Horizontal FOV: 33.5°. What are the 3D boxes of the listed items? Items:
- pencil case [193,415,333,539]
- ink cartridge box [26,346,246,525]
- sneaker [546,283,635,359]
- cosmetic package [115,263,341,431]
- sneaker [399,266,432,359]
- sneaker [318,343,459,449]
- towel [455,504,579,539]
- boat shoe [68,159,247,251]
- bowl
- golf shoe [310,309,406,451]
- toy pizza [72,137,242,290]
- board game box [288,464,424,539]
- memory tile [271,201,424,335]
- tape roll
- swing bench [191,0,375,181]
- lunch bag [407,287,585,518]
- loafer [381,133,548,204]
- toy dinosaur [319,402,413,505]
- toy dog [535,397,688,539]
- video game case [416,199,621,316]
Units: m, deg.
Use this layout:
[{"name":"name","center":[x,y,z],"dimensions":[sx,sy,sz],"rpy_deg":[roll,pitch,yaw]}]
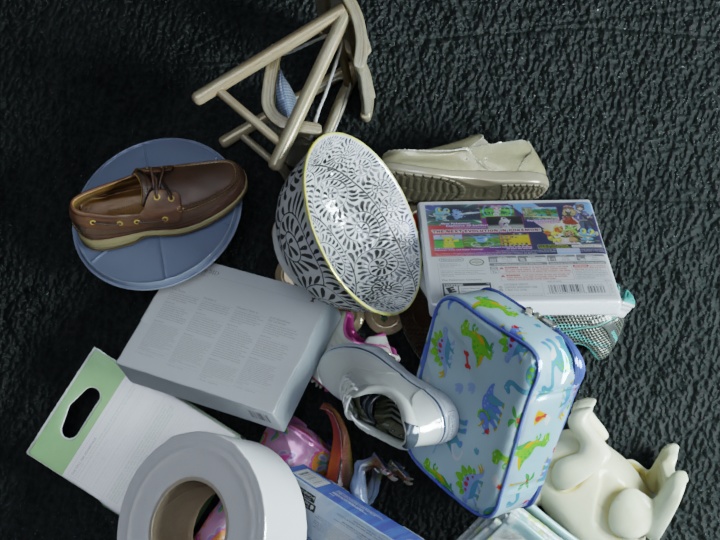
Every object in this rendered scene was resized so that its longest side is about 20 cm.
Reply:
[{"name":"pencil case","center":[-0.110,0.254,1.308],"dimensions":[0.087,0.087,0.200],"rpy_deg":[32,83,8]},{"name":"ink cartridge box","center":[-0.249,0.198,1.341],"dimensions":[0.200,0.048,0.146],"rpy_deg":[31,83,10]},{"name":"sneaker","center":[0.197,0.051,1.323],"dimensions":[0.200,0.078,0.091],"rpy_deg":[11,108,6]},{"name":"cosmetic package","center":[-0.143,0.075,1.305],"dimensions":[0.200,0.052,0.151],"rpy_deg":[15,63,23]},{"name":"sneaker","center":[0.112,0.078,1.332],"dimensions":[0.085,0.073,0.200],"rpy_deg":[-27,86,-34]},{"name":"sneaker","center":[0.011,0.123,1.208],"dimensions":[0.071,0.200,0.073],"rpy_deg":[-5,106,-38]},{"name":"towel","center":[0.176,0.342,1.250],"dimensions":[0.200,0.048,0.171],"rpy_deg":[39,119,0]},{"name":"boat shoe","center":[-0.224,-0.079,1.318],"dimensions":[0.200,0.068,0.072],"rpy_deg":[-17,61,1]},{"name":"bowl","center":[-0.029,-0.035,1.261],"dimensions":[0.094,0.201,0.201],"rpy_deg":[-22,78,32]},{"name":"golf shoe","center":[0.022,0.124,1.320],"dimensions":[0.200,0.075,0.092],"rpy_deg":[38,92,7]},{"name":"toy pizza","center":[-0.231,-0.063,1.368],"dimensions":[0.200,0.032,0.200],"rpy_deg":[-4,62,8]},{"name":"board game box","center":[-0.024,0.332,1.220],"dimensions":[0.200,0.043,0.199],"rpy_deg":[27,106,32]},{"name":"memory tile","center":[0.000,0.000,1.375],"dimensions":[0.200,0.017,0.154],"rpy_deg":[-5,81,2]},{"name":"tape roll","center":[-0.154,0.268,1.219],"dimensions":[0.202,0.071,0.203],"rpy_deg":[-11,70,32]},{"name":"swing bench","center":[-0.061,-0.199,1.319],"dimensions":[0.130,0.199,0.200],"rpy_deg":[41,86,8]},{"name":"lunch bag","center":[0.125,0.126,1.183],"dimensions":[0.161,0.082,0.200],"rpy_deg":[34,120,42]},{"name":"loafer","center":[0.113,-0.118,1.362],"dimensions":[0.200,0.076,0.068],"rpy_deg":[4,65,-9]},{"name":"toy dinosaur","center":[-0.023,0.276,1.293],"dimensions":[0.181,0.105,0.200],"rpy_deg":[-45,76,6]},{"name":"toy dog","center":[0.221,0.226,1.280],"dimensions":[0.200,0.140,0.194],"rpy_deg":[24,111,7]},{"name":"video game case","center":[0.167,-0.016,1.301],"dimensions":[0.200,0.023,0.182],"rpy_deg":[-1,39,-2]}]
